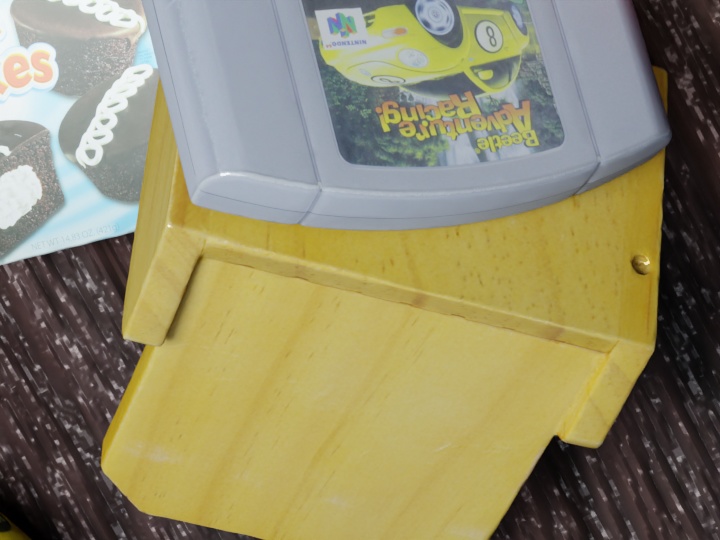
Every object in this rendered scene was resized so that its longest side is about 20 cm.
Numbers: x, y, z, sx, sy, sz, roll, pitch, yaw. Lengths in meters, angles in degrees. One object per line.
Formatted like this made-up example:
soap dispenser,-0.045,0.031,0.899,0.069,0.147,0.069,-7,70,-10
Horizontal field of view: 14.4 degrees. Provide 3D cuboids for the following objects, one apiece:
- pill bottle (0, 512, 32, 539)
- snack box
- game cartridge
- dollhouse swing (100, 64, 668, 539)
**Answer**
pill bottle,-0.208,0.135,1.237,0.200,0.114,0.114,41,106,-2
snack box,-0.162,-0.061,1.222,0.199,0.037,0.117,-14,100,13
game cartridge,0.020,-0.082,1.103,0.199,0.041,0.134,-7,73,-23
dollhouse swing,0.000,0.000,1.177,0.199,0.176,0.183,13,62,-13
